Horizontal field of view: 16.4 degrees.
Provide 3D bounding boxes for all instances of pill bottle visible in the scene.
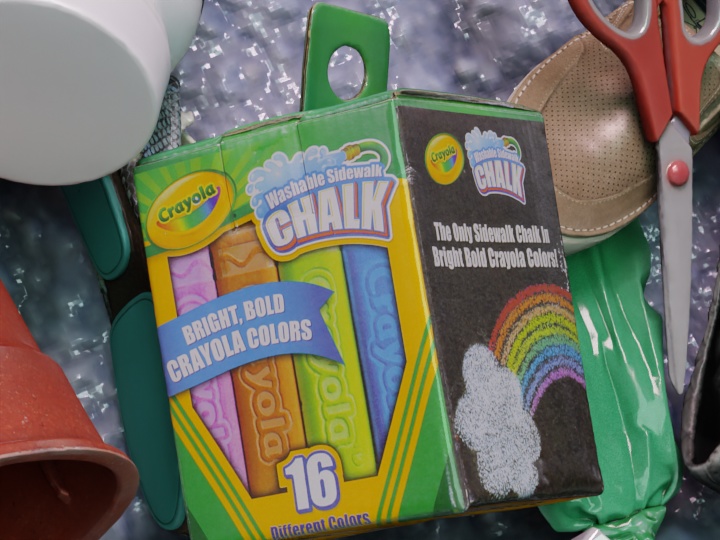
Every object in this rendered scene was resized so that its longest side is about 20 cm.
[{"bbox_3d":[-0.113,-0.138,0.983,0.114,0.114,0.200,14,47,-7],"label":"pill bottle"}]

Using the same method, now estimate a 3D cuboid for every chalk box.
[{"bbox_3d":[0.000,0.000,0.960,0.124,0.125,0.200,-13,82,30],"label":"chalk box"}]

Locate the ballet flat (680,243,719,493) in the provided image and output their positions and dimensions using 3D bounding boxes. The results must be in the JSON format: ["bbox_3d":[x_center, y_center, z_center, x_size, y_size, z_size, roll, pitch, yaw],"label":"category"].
[{"bbox_3d":[0.171,-0.005,1.016,0.057,0.066,0.200,12,83,-49],"label":"ballet flat"}]

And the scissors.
[{"bbox_3d":[0.133,-0.053,1.013,0.073,0.014,0.200,-22,104,-25],"label":"scissors"}]

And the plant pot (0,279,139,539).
[{"bbox_3d":[-0.211,0.029,0.919,0.201,0.201,0.195,-20,72,-16],"label":"plant pot"}]

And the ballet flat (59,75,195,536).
[{"bbox_3d":[-0.073,0.006,1.014,0.074,0.074,0.200,-13,81,-15],"label":"ballet flat"}]

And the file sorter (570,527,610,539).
[{"bbox_3d":[0.110,0.219,0.950,0.200,0.139,0.125,41,73,2],"label":"file sorter"}]

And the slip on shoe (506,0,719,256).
[{"bbox_3d":[0.125,-0.079,1.049,0.200,0.061,0.076,-37,84,-36],"label":"slip on shoe"}]

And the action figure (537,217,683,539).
[{"bbox_3d":[0.085,0.037,1.040,0.118,0.055,0.200,-12,73,-16],"label":"action figure"}]
